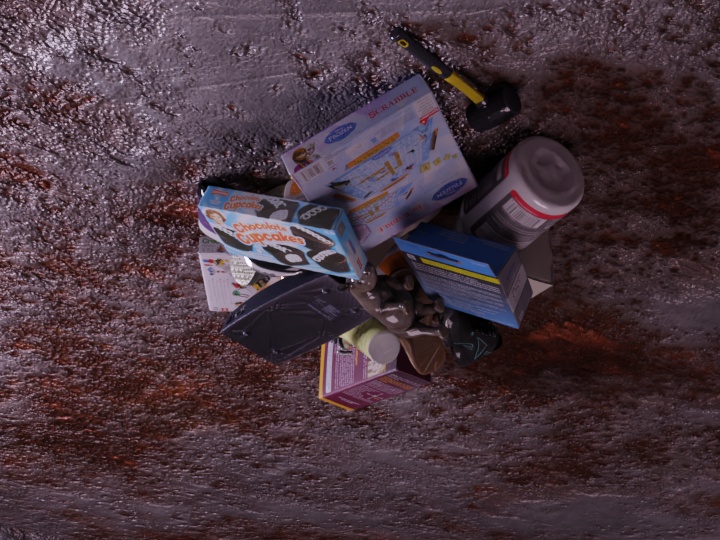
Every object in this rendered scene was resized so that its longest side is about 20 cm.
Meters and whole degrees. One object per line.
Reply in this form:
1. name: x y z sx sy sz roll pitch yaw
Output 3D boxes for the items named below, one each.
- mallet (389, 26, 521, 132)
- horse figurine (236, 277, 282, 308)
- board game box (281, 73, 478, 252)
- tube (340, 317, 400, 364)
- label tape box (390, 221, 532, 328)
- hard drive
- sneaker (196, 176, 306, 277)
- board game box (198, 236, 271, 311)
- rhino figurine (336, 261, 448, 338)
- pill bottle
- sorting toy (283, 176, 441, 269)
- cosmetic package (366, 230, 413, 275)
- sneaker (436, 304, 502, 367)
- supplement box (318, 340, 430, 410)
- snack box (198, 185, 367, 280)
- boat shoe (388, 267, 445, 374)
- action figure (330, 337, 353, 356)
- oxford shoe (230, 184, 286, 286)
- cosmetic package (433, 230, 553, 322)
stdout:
1. mallet: 0.116 -0.233 1.412 0.066 0.041 0.200 -18 142 34
2. horse figurine: -0.106 0.027 1.846 0.200 0.050 0.132 -37 152 26
3. board game box: 0.029 -0.126 1.509 0.199 0.041 0.200 -29 141 4
4. tube: 0.003 0.090 1.797 0.058 0.200 0.052 -35 111 -7
5. label tape box: 0.140 -0.008 1.585 0.144 0.064 0.200 17 160 26
6. hard drive: -0.087 0.060 1.697 0.199 0.042 0.135 -28 137 28
7. sneaker: -0.150 -0.062 1.639 0.199 0.076 0.088 26 144 24
8. board game box: -0.185 0.009 1.892 0.125 0.035 0.200 1 152 -2
9. rhino figurine: 0.035 0.036 1.621 0.087 0.060 0.200 -5 150 40
10. pill bottle: 0.202 -0.086 1.598 0.110 0.111 0.200 14 150 -21
11. sorting toy: 0.013 -0.093 1.626 0.179 0.107 0.200 -17 143 13
12. cosmetic package: 0.000 0.000 1.755 0.199 0.071 0.101 -30 143 14
13. sneaker: 0.160 0.082 1.768 0.079 0.076 0.200 -15 157 10
14. supplement box: 0.024 0.162 2.086 0.085 0.111 0.200 25 145 -37
15. snack box: -0.099 -0.049 1.530 0.199 0.037 0.116 11 152 25
16. boat shoe: 0.071 0.066 1.759 0.072 0.072 0.200 -31 131 -7
17. action figure: -0.016 0.082 1.951 0.199 0.103 0.119 3 164 -4
18. oxford shoe: -0.128 -0.055 1.730 0.058 0.075 0.200 -21 154 -44
19. cosmetic package: 0.193 0.006 1.785 0.087 0.104 0.200 16 148 -26
